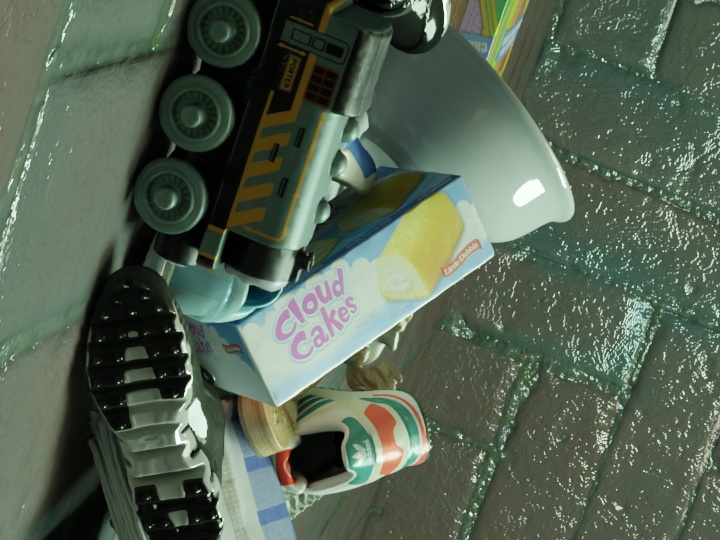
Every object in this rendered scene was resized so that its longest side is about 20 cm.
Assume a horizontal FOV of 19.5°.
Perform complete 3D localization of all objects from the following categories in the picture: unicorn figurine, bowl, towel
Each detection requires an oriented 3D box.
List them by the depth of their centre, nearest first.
[{"bbox_3d":[-0.106,0.157,1.420,0.200,0.024,0.148,-3,74,-63],"label":"towel"},{"bbox_3d":[0.063,-0.091,1.564,0.090,0.201,0.201,-38,167,-8],"label":"bowl"},{"bbox_3d":[0.000,0.000,1.611,0.137,0.073,0.202,146,-46,-76],"label":"unicorn figurine"}]

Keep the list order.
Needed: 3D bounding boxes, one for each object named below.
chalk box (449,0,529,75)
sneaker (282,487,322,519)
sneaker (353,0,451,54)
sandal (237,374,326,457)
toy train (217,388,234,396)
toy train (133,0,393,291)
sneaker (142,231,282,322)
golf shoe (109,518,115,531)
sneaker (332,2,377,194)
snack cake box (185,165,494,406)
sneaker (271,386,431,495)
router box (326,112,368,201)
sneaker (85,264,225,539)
[{"bbox_3d":[0.059,-0.190,1.745,0.124,0.123,0.202,-50,161,-66],"label":"chalk box"},{"bbox_3d":[-0.075,0.170,1.749,0.199,0.070,0.100,-29,-170,1],"label":"sneaker"},{"bbox_3d":[-0.009,-0.200,1.321,0.088,0.075,0.201,-56,140,-29],"label":"sneaker"},{"bbox_3d":[-0.039,0.062,1.540,0.212,0.069,0.078,-82,151,-62],"label":"sandal"},{"bbox_3d":[-0.084,0.061,1.728,0.200,0.055,0.152,-53,161,-71],"label":"toy train"},{"bbox_3d":[-0.058,-0.086,1.244,0.085,0.113,0.202,-42,152,-72],"label":"toy train"},{"bbox_3d":[-0.089,0.003,1.384,0.200,0.081,0.075,-51,163,-77],"label":"sneaker"},{"bbox_3d":[-0.142,0.153,1.563,0.088,0.077,0.200,-41,176,1],"label":"golf shoe"},{"bbox_3d":[-0.023,-0.127,1.419,0.112,0.076,0.200,-65,152,-3],"label":"sneaker"},{"bbox_3d":[-0.020,0.007,1.459,0.199,0.068,0.115,-35,-158,-22],"label":"snack cake box"},{"bbox_3d":[-0.044,0.129,1.550,0.093,0.199,0.071,-15,95,-44],"label":"sneaker"},{"bbox_3d":[-0.037,-0.099,1.608,0.200,0.048,0.181,-51,161,-66],"label":"router box"},{"bbox_3d":[-0.125,0.075,1.315,0.091,0.066,0.202,-86,167,-60],"label":"sneaker"}]
